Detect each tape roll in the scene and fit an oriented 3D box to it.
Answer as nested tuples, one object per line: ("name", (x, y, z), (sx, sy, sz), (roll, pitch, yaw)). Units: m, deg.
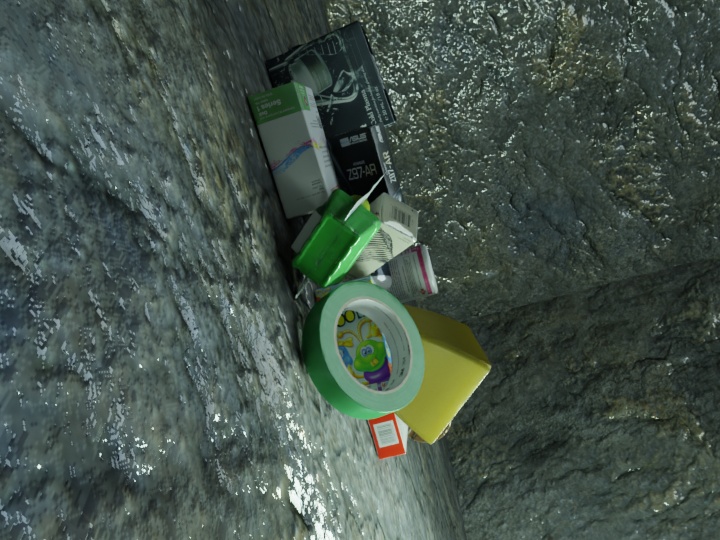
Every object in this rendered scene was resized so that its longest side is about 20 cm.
("tape roll", (0.008, 0.117, 0.860), (0.199, 0.048, 0.202), (21, 53, -32))

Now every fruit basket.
("fruit basket", (-0.033, -0.066, 0.896), (0.093, 0.186, 0.200), (33, 28, -7))

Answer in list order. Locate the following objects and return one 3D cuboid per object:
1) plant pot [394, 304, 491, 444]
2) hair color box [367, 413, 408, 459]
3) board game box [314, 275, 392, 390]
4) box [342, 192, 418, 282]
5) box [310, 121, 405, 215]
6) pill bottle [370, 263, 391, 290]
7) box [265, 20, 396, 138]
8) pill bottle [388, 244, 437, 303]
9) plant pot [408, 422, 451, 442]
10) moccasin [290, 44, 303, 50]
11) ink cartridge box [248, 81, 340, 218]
("plant pot", (0.113, 0.183, 1.161), (0.176, 0.201, 0.200), (32, 13, -12))
("hair color box", (0.061, 0.309, 1.232), (0.200, 0.061, 0.102), (-45, 120, -80))
("board game box", (-0.001, 0.128, 0.982), (0.105, 0.102, 0.202), (56, 20, -67))
("box", (0.010, -0.048, 1.015), (0.082, 0.200, 0.069), (24, 52, -24))
("box", (-0.025, -0.169, 1.056), (0.043, 0.199, 0.161), (-33, 112, -47))
("pill bottle", (0.000, 0.000, 1.179), (0.120, 0.119, 0.202), (42, 34, -75))
("box", (-0.052, -0.352, 1.143), (0.124, 0.195, 0.201), (-67, 136, -74))
("pill bottle", (0.064, 0.021, 1.283), (0.113, 0.198, 0.114), (-15, 90, -82))
("plant pot", (0.182, 0.356, 1.578), (0.198, 0.199, 0.202), (-41, 116, -73))
("moccasin", (-0.128, -0.541, 1.476), (0.200, 0.068, 0.081), (-84, 158, -69))
("ink cartridge box", (-0.102, -0.198, 0.960), (0.145, 0.083, 0.202), (-69, 143, -76))
